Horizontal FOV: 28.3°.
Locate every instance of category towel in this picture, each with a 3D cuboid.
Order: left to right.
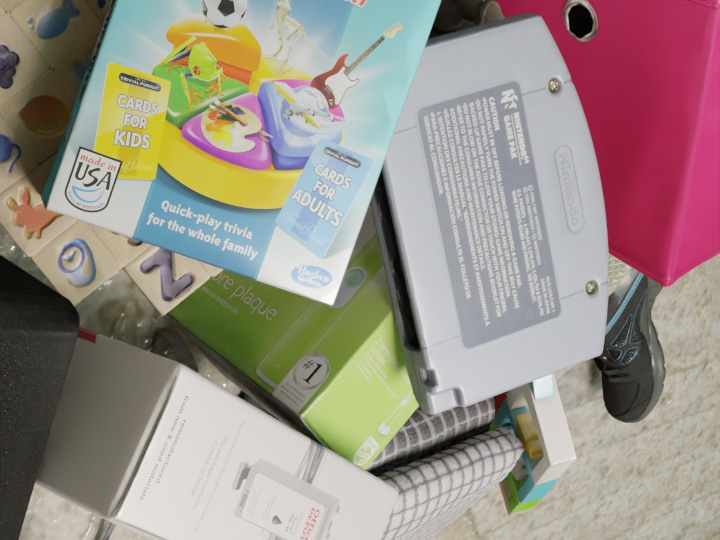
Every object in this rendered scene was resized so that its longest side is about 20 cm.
[{"bbox_3d":[-0.004,0.166,0.990,0.165,0.086,0.200,-17,156,-48],"label":"towel"}]

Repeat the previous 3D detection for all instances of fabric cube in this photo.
[{"bbox_3d":[0.203,-0.146,0.958,0.199,0.196,0.201,-26,134,-34],"label":"fabric cube"}]

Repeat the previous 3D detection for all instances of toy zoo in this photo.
[{"bbox_3d":[0.111,0.090,1.012,0.020,0.132,0.200,-13,160,-9],"label":"toy zoo"}]

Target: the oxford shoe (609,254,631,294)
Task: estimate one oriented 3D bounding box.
[{"bbox_3d":[0.181,-0.030,1.111,0.075,0.058,0.200,35,106,-28],"label":"oxford shoe"}]

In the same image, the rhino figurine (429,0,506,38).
[{"bbox_3d":[0.083,-0.108,0.917,0.060,0.087,0.202,-29,120,-26],"label":"rhino figurine"}]

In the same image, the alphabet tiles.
[{"bbox_3d":[-0.121,-0.084,0.712,0.166,0.006,0.201,-39,107,-6],"label":"alphabet tiles"}]

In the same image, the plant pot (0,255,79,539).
[{"bbox_3d":[-0.244,0.058,0.634,0.177,0.199,0.202,-5,119,-57],"label":"plant pot"}]

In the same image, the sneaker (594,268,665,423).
[{"bbox_3d":[0.209,0.048,1.206,0.081,0.073,0.202,-18,123,-17],"label":"sneaker"}]

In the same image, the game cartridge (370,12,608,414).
[{"bbox_3d":[0.073,-0.034,0.798,0.132,0.041,0.202,-19,105,-25],"label":"game cartridge"}]

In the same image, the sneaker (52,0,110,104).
[{"bbox_3d":[-0.081,-0.083,0.774,0.201,0.067,0.108,38,87,-31],"label":"sneaker"}]

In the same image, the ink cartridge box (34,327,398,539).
[{"bbox_3d":[-0.096,0.107,0.776,0.200,0.146,0.083,37,72,-47],"label":"ink cartridge box"}]

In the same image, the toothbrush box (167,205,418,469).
[{"bbox_3d":[0.000,0.000,0.879,0.200,0.145,0.086,-48,140,-11],"label":"toothbrush box"}]

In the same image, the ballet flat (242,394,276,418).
[{"bbox_3d":[0.003,0.074,0.997,0.199,0.064,0.068,-29,133,-31],"label":"ballet flat"}]

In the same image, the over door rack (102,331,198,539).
[{"bbox_3d":[-0.178,0.139,0.846,0.147,0.066,0.202,1,114,-48],"label":"over door rack"}]

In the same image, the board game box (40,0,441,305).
[{"bbox_3d":[-0.052,-0.103,0.699,0.150,0.047,0.202,18,95,-18],"label":"board game box"}]
